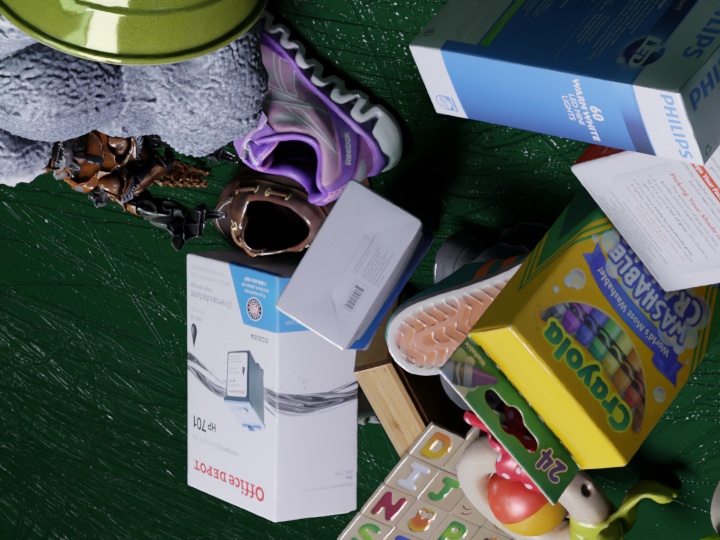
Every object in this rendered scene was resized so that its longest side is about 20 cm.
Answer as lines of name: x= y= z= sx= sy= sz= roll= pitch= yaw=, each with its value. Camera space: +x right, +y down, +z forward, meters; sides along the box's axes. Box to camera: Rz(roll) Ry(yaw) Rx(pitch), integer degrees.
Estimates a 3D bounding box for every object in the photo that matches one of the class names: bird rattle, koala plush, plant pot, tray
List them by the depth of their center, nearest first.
plant pot: x=-0.141 y=-0.269 z=1.416 sx=0.200 sy=0.200 sz=0.193 roll=32 pitch=140 yaw=16
koala plush: x=-0.185 y=-0.146 z=1.539 sx=0.184 sy=0.200 sz=0.178 roll=47 pitch=135 yaw=28
bird rattle: x=0.138 y=0.172 z=1.711 sx=0.200 sy=0.113 sz=0.163 roll=36 pitch=151 yaw=-25
tray: x=0.052 y=0.114 z=1.805 sx=0.037 sy=0.099 sz=0.200 roll=-15 pitch=127 yaw=18

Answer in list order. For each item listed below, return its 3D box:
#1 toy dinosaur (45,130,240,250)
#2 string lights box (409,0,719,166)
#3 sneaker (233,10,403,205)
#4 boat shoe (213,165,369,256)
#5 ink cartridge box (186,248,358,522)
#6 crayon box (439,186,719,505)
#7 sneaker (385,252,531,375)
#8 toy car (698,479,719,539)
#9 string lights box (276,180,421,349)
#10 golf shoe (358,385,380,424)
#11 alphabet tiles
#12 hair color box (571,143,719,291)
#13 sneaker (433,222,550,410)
toy dinosaur: x=-0.174 y=-0.088 z=1.755 sx=0.135 sy=0.200 sz=0.102 roll=14 pitch=114 yaw=27
string lights box: x=0.140 y=-0.132 z=1.328 sx=0.200 sy=0.103 sz=0.059 roll=16 pitch=143 yaw=40
sneaker: x=-0.068 y=-0.121 z=1.625 sx=0.200 sy=0.089 sz=0.081 roll=38 pitch=154 yaw=8
boat shoe: x=-0.070 y=-0.045 z=1.759 sx=0.070 sy=0.070 sz=0.200 roll=46 pitch=153 yaw=-12
ink cartridge box: x=-0.072 y=0.089 z=1.815 sx=0.146 sy=0.086 sz=0.201 roll=13 pitch=103 yaw=55
crayon box: x=0.156 y=0.038 z=1.449 sx=0.126 sy=0.200 sz=0.052 roll=49 pitch=151 yaw=-17
sneaker: x=0.113 y=0.016 z=1.549 sx=0.080 sy=0.199 sz=0.072 roll=-98 pitch=-6 yaw=-77
toy car: x=0.345 y=0.177 z=1.475 sx=0.200 sy=0.165 sz=0.158 roll=34 pitch=154 yaw=-8
string lights box: x=0.000 y=0.000 z=1.594 sx=0.059 sy=0.103 sz=0.200 roll=32 pitch=180 yaw=5
golf shoe: x=-0.025 y=0.105 z=1.920 sx=0.097 sy=0.078 sz=0.200 roll=46 pitch=154 yaw=-24
alphabet tiles: x=0.085 y=0.200 z=1.803 sx=0.166 sy=0.200 sz=0.006 roll=27 pitch=-157 yaw=-27
hair color box: x=0.235 y=-0.056 z=1.363 sx=0.111 sy=0.064 sz=0.200 roll=51 pitch=152 yaw=-16
sneaker: x=0.110 y=0.042 z=1.660 sx=0.104 sy=0.060 sz=0.200 roll=22 pitch=137 yaw=35
